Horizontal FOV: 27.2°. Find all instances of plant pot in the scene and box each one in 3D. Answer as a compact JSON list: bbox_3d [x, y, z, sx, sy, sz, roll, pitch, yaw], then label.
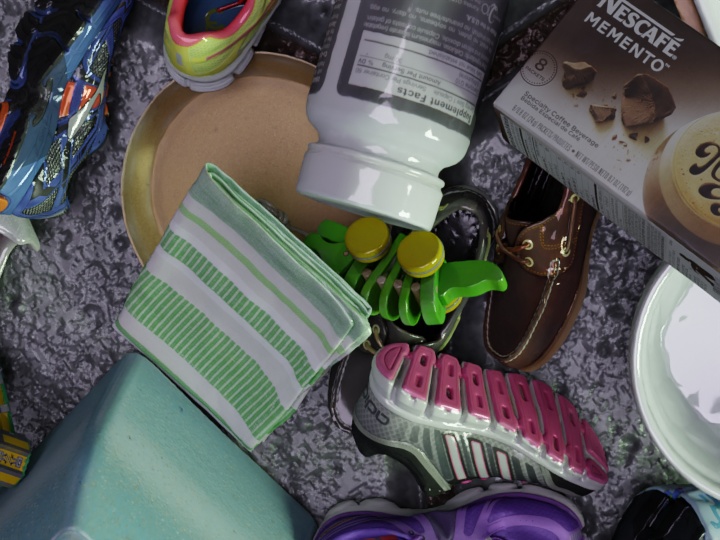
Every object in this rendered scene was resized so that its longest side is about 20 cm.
[{"bbox_3d":[-0.171,0.212,1.021,0.196,0.200,0.196,44,102,-6],"label":"plant pot"},{"bbox_3d":[-0.072,-0.055,1.065,0.199,0.027,0.201,1,98,7],"label":"plant pot"}]

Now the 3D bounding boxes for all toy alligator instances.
[{"bbox_3d":[0.000,0.000,0.988,0.199,0.059,0.054,15,65,27],"label":"toy alligator"}]

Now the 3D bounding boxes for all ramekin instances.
[{"bbox_3d":[0.277,0.052,0.992,0.199,0.105,0.201,1,98,8],"label":"ramekin"}]

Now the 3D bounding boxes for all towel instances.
[{"bbox_3d":[-0.087,0.034,1.026,0.152,0.023,0.200,42,139,2],"label":"towel"}]

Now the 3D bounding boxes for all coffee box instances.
[{"bbox_3d":[0.193,-0.077,0.909,0.200,0.080,0.113,40,88,17],"label":"coffee box"}]

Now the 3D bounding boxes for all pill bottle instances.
[{"bbox_3d":[0.029,-0.135,0.979,0.112,0.113,0.201,17,89,5],"label":"pill bottle"}]

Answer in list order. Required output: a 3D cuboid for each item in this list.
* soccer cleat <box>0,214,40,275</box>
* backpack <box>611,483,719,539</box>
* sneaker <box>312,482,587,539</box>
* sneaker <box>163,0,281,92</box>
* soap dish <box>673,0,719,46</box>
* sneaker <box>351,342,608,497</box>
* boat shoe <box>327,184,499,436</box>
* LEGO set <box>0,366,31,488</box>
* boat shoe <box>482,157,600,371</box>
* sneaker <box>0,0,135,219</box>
[{"bbox_3d":[-0.317,0.018,1.083,0.200,0.070,0.086,-46,73,10],"label":"soccer cleat"},{"bbox_3d":[0.222,0.242,1.008,0.153,0.163,0.201,-4,99,-13],"label":"backpack"},{"bbox_3d":[0.062,0.204,1.055,0.199,0.083,0.081,-8,98,8],"label":"sneaker"},{"bbox_3d":[-0.072,-0.217,0.999,0.078,0.090,0.201,25,86,7],"label":"sneaker"},{"bbox_3d":[0.294,-0.165,0.970,0.157,0.081,0.201,-22,95,11],"label":"soap dish"},{"bbox_3d":[0.078,0.118,1.035,0.199,0.074,0.088,21,127,-22],"label":"sneaker"},{"bbox_3d":[0.031,0.032,1.046,0.071,0.061,0.202,29,101,2],"label":"boat shoe"},{"bbox_3d":[-0.338,0.126,1.053,0.200,0.116,0.154,-37,47,26],"label":"LEGO set"},{"bbox_3d":[0.123,-0.030,1.011,0.070,0.070,0.201,24,98,45],"label":"boat shoe"},{"bbox_3d":[-0.210,-0.126,1.058,0.075,0.078,0.201,26,88,40],"label":"sneaker"}]
